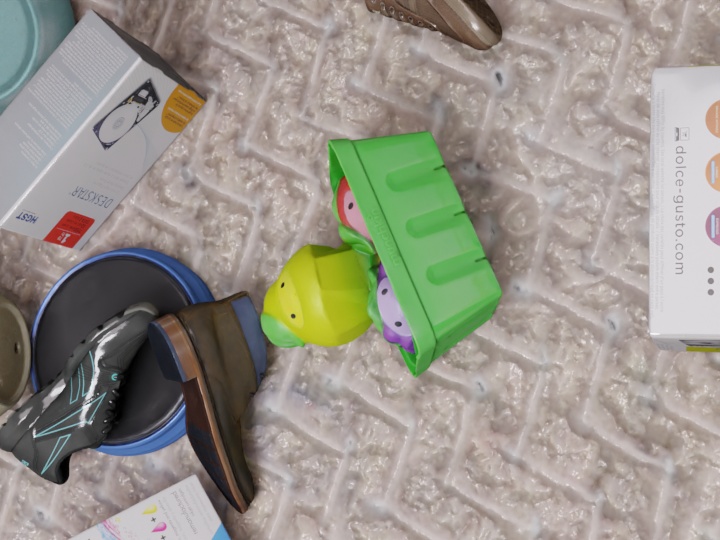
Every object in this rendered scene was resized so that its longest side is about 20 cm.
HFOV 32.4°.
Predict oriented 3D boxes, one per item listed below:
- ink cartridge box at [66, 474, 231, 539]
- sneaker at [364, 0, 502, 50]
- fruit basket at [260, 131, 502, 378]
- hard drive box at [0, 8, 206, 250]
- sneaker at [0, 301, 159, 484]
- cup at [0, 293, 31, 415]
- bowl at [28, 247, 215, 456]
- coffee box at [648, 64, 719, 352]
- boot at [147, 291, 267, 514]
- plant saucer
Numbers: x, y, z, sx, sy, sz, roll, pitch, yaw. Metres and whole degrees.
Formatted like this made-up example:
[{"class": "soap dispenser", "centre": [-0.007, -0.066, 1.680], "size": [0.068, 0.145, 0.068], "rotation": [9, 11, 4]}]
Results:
[{"class": "ink cartridge box", "centre": [-0.209, 0.282, 1.091], "size": [0.199, 0.068, 0.116], "rotation": [-25, 73, -26]}, {"class": "sneaker", "centre": [0.048, -0.258, 1.154], "size": [0.200, 0.070, 0.076], "rotation": [48, 116, 20]}, {"class": "fruit basket", "centre": [0.000, 0.000, 1.091], "size": [0.213, 0.156, 0.218], "rotation": [0, 75, 0]}, {"class": "hard drive box", "centre": [-0.261, -0.127, 1.170], "size": [0.077, 0.156, 0.200], "rotation": [44, 96, 16]}, {"class": "sneaker", "centre": [-0.246, 0.113, 1.145], "size": [0.079, 0.075, 0.200], "rotation": [45, 103, 3]}, {"class": "cup", "centre": [-0.396, 0.080, 1.162], "size": [0.142, 0.200, 0.203], "rotation": [-3, 82, 12]}, {"class": "bowl", "centre": [-0.229, 0.077, 1.193], "size": [0.198, 0.039, 0.203], "rotation": [-2, 82, 16]}, {"class": "coffee box", "centre": [0.327, -0.039, 0.961], "size": [0.195, 0.200, 0.202], "rotation": [0, 83, 16]}, {"class": "boot", "centre": [-0.113, 0.118, 1.132], "size": [0.096, 0.074, 0.202], "rotation": [-28, 110, -26]}, {"class": "plant saucer", "centre": [-0.389, -0.240, 1.252], "size": [0.198, 0.036, 0.202], "rotation": [1, 98, 4]}]
